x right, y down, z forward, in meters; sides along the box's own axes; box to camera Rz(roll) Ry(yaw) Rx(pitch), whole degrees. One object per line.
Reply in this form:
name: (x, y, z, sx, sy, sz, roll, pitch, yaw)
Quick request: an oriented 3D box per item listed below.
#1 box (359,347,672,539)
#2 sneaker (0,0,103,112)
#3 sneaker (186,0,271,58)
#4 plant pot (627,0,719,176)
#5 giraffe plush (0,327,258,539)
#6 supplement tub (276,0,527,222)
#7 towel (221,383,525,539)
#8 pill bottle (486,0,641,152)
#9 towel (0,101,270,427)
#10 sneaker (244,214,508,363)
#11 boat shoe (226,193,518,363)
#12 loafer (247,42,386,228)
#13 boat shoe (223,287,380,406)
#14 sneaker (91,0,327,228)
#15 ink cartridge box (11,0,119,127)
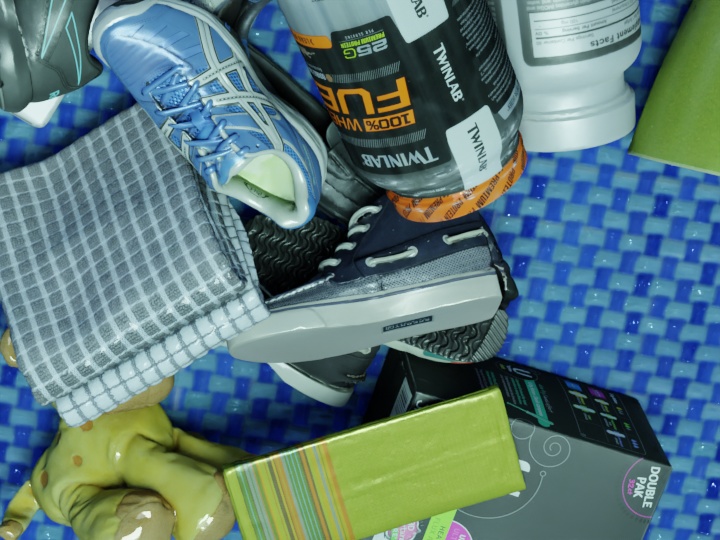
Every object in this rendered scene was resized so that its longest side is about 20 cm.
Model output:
box: (0.102, 0.154, 1.591, 0.200, 0.124, 0.149, 17, 108, -12)
sneaker: (-0.214, -0.204, 1.416, 0.079, 0.075, 0.200, -12, 120, -17)
sneaker: (-0.074, -0.218, 1.442, 0.077, 0.085, 0.200, -9, 127, -46)
plant pot: (0.295, -0.155, 1.477, 0.187, 0.187, 0.200, 12, 95, -10)
giraffe plush: (-0.172, 0.102, 1.551, 0.200, 0.173, 0.162, 3, 103, 31)
supplement tub: (0.029, -0.138, 1.397, 0.122, 0.123, 0.200, -24, 119, 4)
towel: (0.010, 0.142, 1.502, 0.200, 0.018, 0.086, -17, 115, -2)
pill bottle: (0.128, -0.189, 1.466, 0.116, 0.116, 0.200, -9, 112, -2)
towel: (-0.166, -0.015, 1.461, 0.165, 0.200, 0.086, -32, 140, 9)
sneaker: (0.005, 0.020, 1.550, 0.199, 0.093, 0.070, 20, 79, -1)
boat shoe: (0.000, 0.000, 1.476, 0.200, 0.075, 0.093, -10, 71, -11)
loafer: (-0.022, -0.086, 1.517, 0.200, 0.068, 0.070, 33, 114, -12)
boat shoe: (-0.076, 0.029, 1.554, 0.200, 0.074, 0.060, 30, 106, -18)
sneaker: (-0.092, -0.104, 1.416, 0.200, 0.077, 0.076, 38, 114, -26)
ink cartridge box: (-0.239, -0.223, 1.457, 0.176, 0.045, 0.200, 30, 105, -16)
